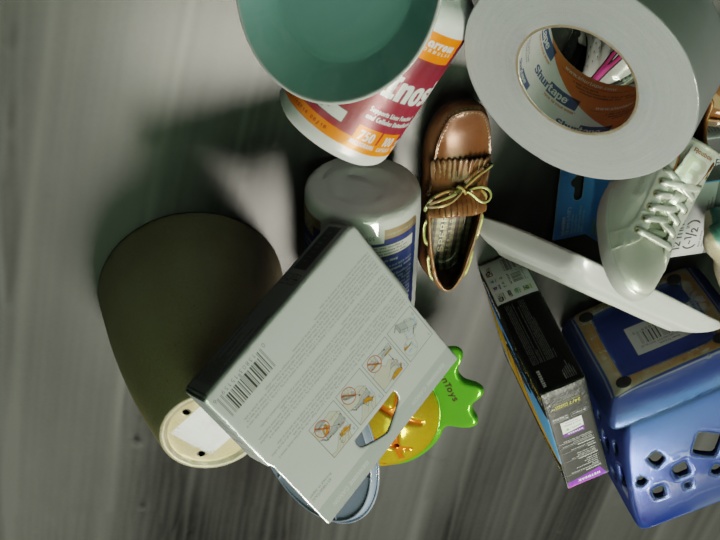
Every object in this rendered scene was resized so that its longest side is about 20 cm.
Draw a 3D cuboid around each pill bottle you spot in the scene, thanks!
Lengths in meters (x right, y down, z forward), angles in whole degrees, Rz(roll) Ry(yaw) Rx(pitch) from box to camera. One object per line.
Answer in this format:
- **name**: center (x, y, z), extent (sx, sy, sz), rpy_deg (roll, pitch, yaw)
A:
- **pill bottle**: center (0.024, -0.198, 0.967), extent (0.112, 0.113, 0.201), rpy_deg (20, 120, -27)
- **pill bottle**: center (0.000, 0.000, 1.115), extent (0.110, 0.111, 0.202), rpy_deg (-6, 128, -10)

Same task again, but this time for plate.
- **plate**: center (-0.015, -0.232, 0.906), extent (0.201, 0.200, 0.025), rpy_deg (-54, 159, 26)
- **plate**: center (0.225, 0.008, 1.129), extent (0.198, 0.200, 0.033), rpy_deg (23, 93, -28)

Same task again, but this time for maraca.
- **maraca**: center (0.036, 0.138, 1.220), extent (0.199, 0.107, 0.138), rpy_deg (-25, 104, 30)

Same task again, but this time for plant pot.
- **plant pot**: center (-0.151, 0.081, 1.081), extent (0.185, 0.201, 0.189), rpy_deg (-7, 129, -9)
- **plant pot**: center (0.339, 0.125, 1.253), extent (0.198, 0.201, 0.181), rpy_deg (-23, 123, 5)

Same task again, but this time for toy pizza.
- **toy pizza**: center (-0.045, 0.168, 1.201), extent (0.032, 0.200, 0.202), rpy_deg (-24, 138, -39)

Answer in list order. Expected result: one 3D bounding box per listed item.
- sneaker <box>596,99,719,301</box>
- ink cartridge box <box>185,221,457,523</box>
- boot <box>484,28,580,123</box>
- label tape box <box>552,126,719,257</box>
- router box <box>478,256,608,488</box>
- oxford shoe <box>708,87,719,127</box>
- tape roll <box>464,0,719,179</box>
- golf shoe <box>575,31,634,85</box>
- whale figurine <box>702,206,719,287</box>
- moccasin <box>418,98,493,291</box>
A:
- **sneaker**: center (0.265, -0.073, 1.011), extent (0.072, 0.202, 0.084), rpy_deg (23, 159, -23)
- **ink cartridge box**: center (-0.028, 0.089, 1.008), extent (0.200, 0.043, 0.174), rpy_deg (-49, 119, -18)
- **boot**: center (0.138, -0.238, 1.008), extent (0.131, 0.070, 0.201), rpy_deg (28, 111, -23)
- **label tape box**: center (0.303, -0.084, 1.161), extent (0.198, 0.066, 0.144), rpy_deg (-9, 129, -10)
- **router box**: center (0.187, 0.099, 1.184), extent (0.051, 0.201, 0.150), rpy_deg (-21, 130, 1)
- **oxford shoe**: center (0.358, -0.178, 1.100), extent (0.197, 0.072, 0.072), rpy_deg (-7, 125, -8)
- **tape roll**: center (0.184, -0.170, 0.914), extent (0.199, 0.066, 0.201), rpy_deg (26, 148, 17)
- **golf shoe**: center (0.242, -0.218, 1.034), extent (0.091, 0.073, 0.201), rpy_deg (29, 108, -1)
- **whale figurine**: center (0.413, 0.019, 1.123), extent (0.103, 0.159, 0.201), rpy_deg (-32, 97, 27)
- **moccasin**: center (0.089, -0.070, 1.106), extent (0.073, 0.078, 0.203), rpy_deg (1, 127, -15)
